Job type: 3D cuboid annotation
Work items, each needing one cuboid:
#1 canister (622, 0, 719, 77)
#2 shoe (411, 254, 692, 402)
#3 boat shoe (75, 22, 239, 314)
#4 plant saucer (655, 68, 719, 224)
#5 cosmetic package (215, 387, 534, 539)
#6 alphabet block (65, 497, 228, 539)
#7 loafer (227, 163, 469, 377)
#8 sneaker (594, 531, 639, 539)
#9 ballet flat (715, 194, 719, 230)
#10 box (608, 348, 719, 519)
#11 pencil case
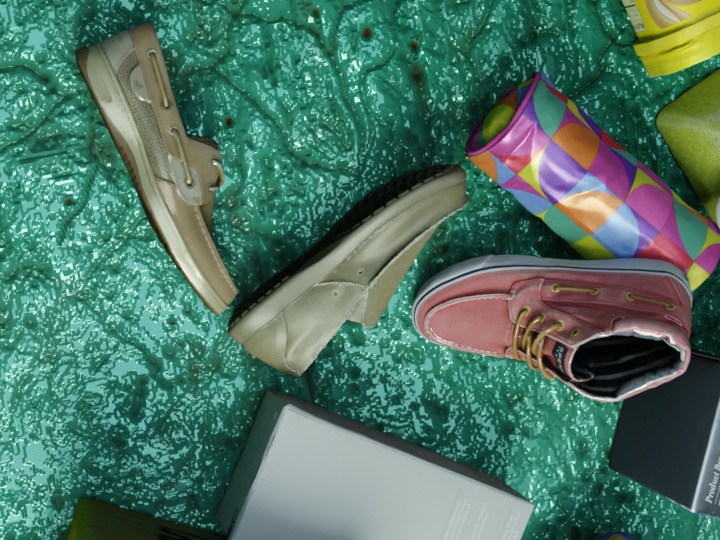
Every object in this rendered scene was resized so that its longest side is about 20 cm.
[{"bbox_3d":[0.233,-0.261,1.092,0.148,0.087,0.201,-27,99,-10],"label":"canister"},{"bbox_3d":[0.129,0.040,1.057,0.199,0.091,0.072,-3,120,11],"label":"shoe"},{"bbox_3d":[-0.123,-0.068,1.033,0.064,0.071,0.201,-26,99,-9],"label":"boat shoe"},{"bbox_3d":[0.355,-0.087,1.154,0.200,0.048,0.200,-35,102,-8],"label":"plant saucer"},{"bbox_3d":[0.009,0.169,1.079,0.199,0.090,0.107,25,89,-11],"label":"cosmetic package"},{"bbox_3d":[-0.115,0.283,1.004,0.199,0.196,0.196,17,89,-14],"label":"alphabet block"},{"bbox_3d":[0.000,0.000,1.070,0.200,0.076,0.068,-37,103,3],"label":"loafer"},{"bbox_3d":[0.207,0.287,1.148,0.088,0.075,0.201,-5,105,-20],"label":"sneaker"},{"bbox_3d":[0.353,-0.067,1.097,0.199,0.069,0.070,-15,98,-11],"label":"ballet flat"},{"bbox_3d":[0.307,0.129,1.111,0.199,0.148,0.108,15,91,-13],"label":"box"},{"bbox_3d":[0.169,-0.055,1.099,0.200,0.088,0.089,39,86,-15],"label":"pencil case"}]
